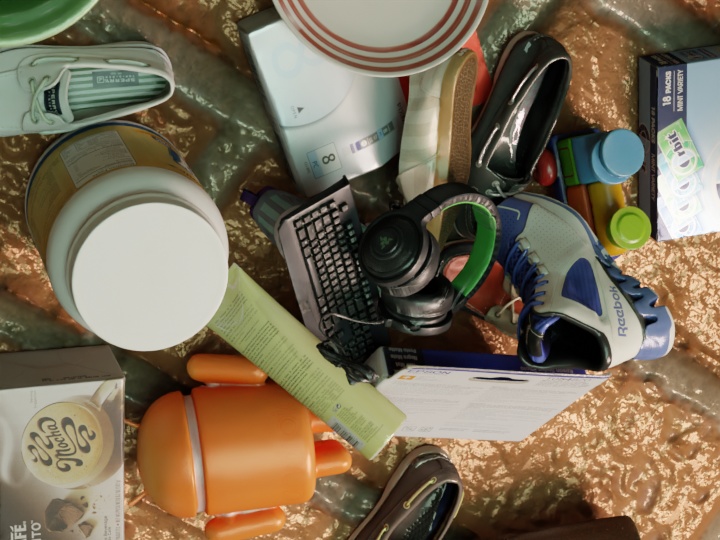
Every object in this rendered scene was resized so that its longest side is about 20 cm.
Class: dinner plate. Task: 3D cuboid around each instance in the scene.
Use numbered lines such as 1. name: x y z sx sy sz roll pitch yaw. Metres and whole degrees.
1. dinner plate: 0.013 -0.257 1.558 0.200 0.024 0.200 2 83 -15

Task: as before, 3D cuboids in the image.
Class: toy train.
1. toy train: 0.222 -0.029 1.669 0.085 0.116 0.200 -11 91 -17

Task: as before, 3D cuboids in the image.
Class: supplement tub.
1. supplement tub: -0.188 -0.029 1.516 0.144 0.200 0.145 -7 113 -16

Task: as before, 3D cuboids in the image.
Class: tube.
1. tube: -0.050 0.079 1.608 0.200 0.052 0.058 40 88 1

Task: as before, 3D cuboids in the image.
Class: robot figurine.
1. robot figurine: -0.111 0.155 1.659 0.200 0.117 0.144 -7 134 -9

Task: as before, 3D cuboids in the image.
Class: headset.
1. headset: 0.048 0.014 1.576 0.200 0.094 0.124 -38 138 -17

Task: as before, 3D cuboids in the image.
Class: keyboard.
1. keyboard: 0.000 0.000 1.609 0.127 0.021 0.200 -35 138 -19

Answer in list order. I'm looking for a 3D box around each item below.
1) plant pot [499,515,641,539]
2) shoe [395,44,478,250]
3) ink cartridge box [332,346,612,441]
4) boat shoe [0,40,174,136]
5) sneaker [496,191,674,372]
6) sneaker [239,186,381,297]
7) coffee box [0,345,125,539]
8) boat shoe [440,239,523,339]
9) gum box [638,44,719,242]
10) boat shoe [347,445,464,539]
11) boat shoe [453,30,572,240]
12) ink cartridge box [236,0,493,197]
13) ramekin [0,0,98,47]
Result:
1. plant pot: 0.160 0.329 1.801 0.200 0.187 0.187 1 111 -4
2. shoe: 0.062 -0.104 1.624 0.053 0.070 0.200 16 120 18
3. ink cartridge box: 0.094 0.104 1.680 0.199 0.200 0.041 4 68 -20
4. boat shoe: -0.249 -0.149 1.523 0.200 0.067 0.074 -15 114 -12
5. sneaker: 0.165 0.018 1.613 0.115 0.199 0.081 -24 145 -38
6. sneaker: -0.020 -0.027 1.654 0.074 0.088 0.200 -54 140 3
7. coffee box: -0.267 0.174 1.638 0.113 0.080 0.200 -4 112 -18
8. boat shoe: 0.151 0.032 1.730 0.200 0.063 0.071 27 103 -24
9. gum box: 0.357 -0.126 1.744 0.200 0.045 0.170 -10 114 -15
10. boat shoe: 0.035 0.264 1.784 0.072 0.060 0.200 25 101 -26
11. boat shoe: 0.133 -0.113 1.662 0.067 0.057 0.200 6 111 -34
12. ink cartridge box: 0.012 -0.174 1.610 0.200 0.047 0.160 -23 116 -7
13. ramekin: -0.284 -0.280 1.442 0.200 0.098 0.200 -6 112 -15
